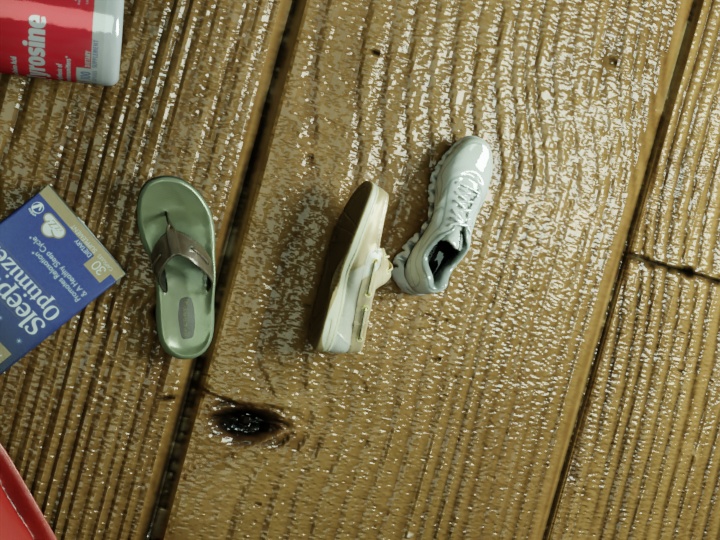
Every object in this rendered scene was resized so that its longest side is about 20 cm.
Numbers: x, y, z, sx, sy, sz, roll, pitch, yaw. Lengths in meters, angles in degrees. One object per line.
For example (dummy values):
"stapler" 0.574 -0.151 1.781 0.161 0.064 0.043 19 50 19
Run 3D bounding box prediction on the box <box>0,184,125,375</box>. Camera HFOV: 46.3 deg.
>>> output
"box" -0.359 0.021 0.865 0.200 0.032 0.121 -40 106 -8

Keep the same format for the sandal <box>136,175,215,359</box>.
"sandal" -0.188 -0.002 0.899 0.080 0.057 0.201 -10 99 -16

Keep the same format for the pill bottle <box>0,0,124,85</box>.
"pill bottle" -0.330 -0.243 0.801 0.200 0.112 0.112 4 95 -17

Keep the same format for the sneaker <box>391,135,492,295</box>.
"sneaker" 0.108 -0.061 0.972 0.075 0.081 0.200 23 88 -16

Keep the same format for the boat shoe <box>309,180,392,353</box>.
"boat shoe" 0.000 0.000 0.953 0.069 0.074 0.200 14 101 -20

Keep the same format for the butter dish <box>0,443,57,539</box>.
"butter dish" -0.417 0.286 0.817 0.199 0.148 0.200 -27 103 -13
